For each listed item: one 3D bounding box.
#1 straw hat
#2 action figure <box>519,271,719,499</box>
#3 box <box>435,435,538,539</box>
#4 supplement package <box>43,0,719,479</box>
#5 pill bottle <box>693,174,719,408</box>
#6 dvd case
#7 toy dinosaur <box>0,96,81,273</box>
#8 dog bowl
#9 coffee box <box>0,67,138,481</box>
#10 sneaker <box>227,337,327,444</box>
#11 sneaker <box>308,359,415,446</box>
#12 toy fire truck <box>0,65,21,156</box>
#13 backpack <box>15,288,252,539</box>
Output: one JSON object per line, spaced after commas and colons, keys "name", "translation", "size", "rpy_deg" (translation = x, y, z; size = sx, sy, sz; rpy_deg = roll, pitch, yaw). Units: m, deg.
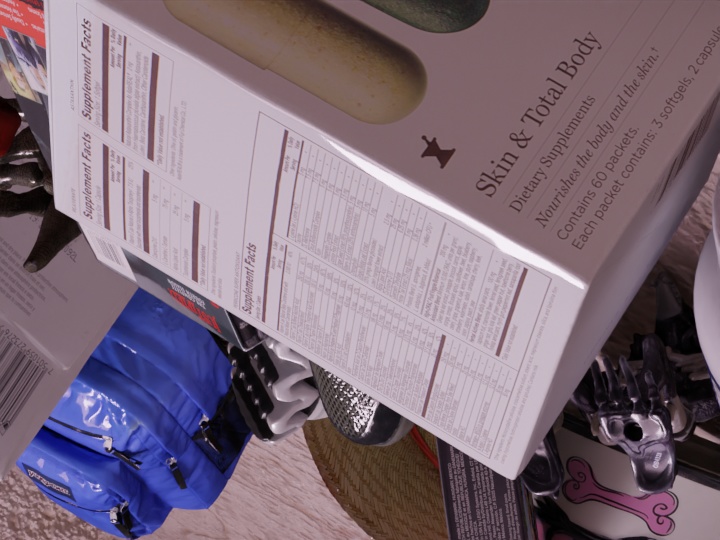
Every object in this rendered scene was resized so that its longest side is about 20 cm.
{"name": "straw hat", "translation": [0.074, 0.086, 1.280], "size": [0.201, 0.201, 0.085], "rpy_deg": [33, 125, -2]}
{"name": "action figure", "translation": [0.126, 0.034, 1.011], "size": [0.119, 0.102, 0.200], "rpy_deg": [-5, -171, 24]}
{"name": "box", "translation": [0.053, 0.058, 1.046], "size": [0.035, 0.200, 0.110], "rpy_deg": [-8, 171, 6]}
{"name": "supplement package", "translation": [0.015, -0.063, 0.792], "size": [0.200, 0.152, 0.151], "rpy_deg": [30, 153, 11]}
{"name": "pill bottle", "translation": [0.183, 0.023, 0.825], "size": [0.120, 0.120, 0.200], "rpy_deg": [25, 162, 26]}
{"name": "dvd case", "translation": [-0.114, -0.068, 1.002], "size": [0.146, 0.022, 0.200], "rpy_deg": [26, 144, 53]}
{"name": "toy dinosaur", "translation": [-0.148, -0.059, 1.207], "size": [0.102, 0.077, 0.200], "rpy_deg": [-6, -164, 1]}
{"name": "dog bowl", "translation": [0.152, 0.121, 1.146], "size": [0.200, 0.074, 0.200], "rpy_deg": [21, -177, -1]}
{"name": "coffee box", "translation": [-0.287, -0.019, 1.470], "size": [0.198, 0.200, 0.200], "rpy_deg": [20, 160, 40]}
{"name": "sneaker", "translation": [-0.008, -0.003, 1.088], "size": [0.200, 0.081, 0.075], "rpy_deg": [106, 147, -44]}
{"name": "sneaker", "translation": [-0.027, 0.000, 0.952], "size": [0.076, 0.114, 0.200], "rpy_deg": [31, 137, 39]}
{"name": "toy fire truck", "translation": [-0.204, -0.133, 1.162], "size": [0.200, 0.112, 0.168], "rpy_deg": [26, -175, 15]}
{"name": "backpack", "translation": [-0.173, 0.090, 1.651], "size": [0.162, 0.168, 0.200], "rpy_deg": [19, 157, 21]}
